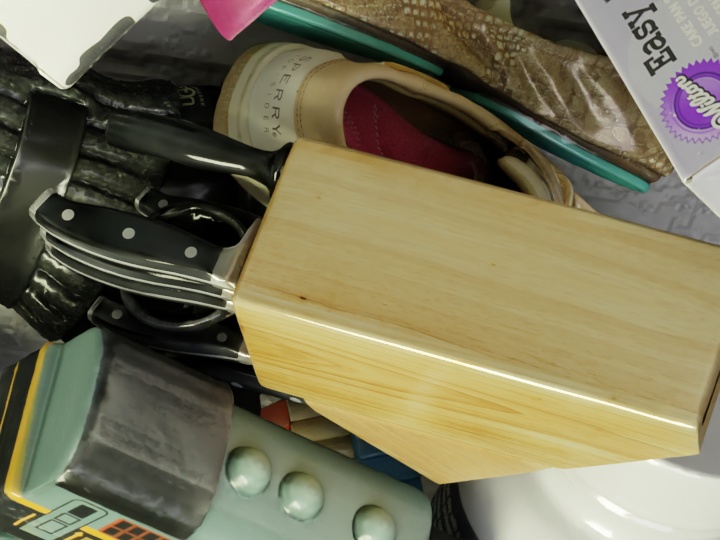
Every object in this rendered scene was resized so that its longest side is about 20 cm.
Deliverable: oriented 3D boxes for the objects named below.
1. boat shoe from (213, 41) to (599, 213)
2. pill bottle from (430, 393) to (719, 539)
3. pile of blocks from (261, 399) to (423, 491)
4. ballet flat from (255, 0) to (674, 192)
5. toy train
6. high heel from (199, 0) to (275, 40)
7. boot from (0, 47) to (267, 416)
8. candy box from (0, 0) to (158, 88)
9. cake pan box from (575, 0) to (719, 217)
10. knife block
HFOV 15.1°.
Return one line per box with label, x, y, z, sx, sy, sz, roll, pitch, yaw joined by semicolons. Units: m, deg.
boat shoe;0.039;-0.018;0.959;0.200;0.069;0.074;27;77;-37
pill bottle;0.080;0.111;1.011;0.119;0.120;0.200;9;131;-19
pile of blocks;-0.013;0.056;1.048;0.062;0.082;0.200;-11;127;-5
ballet flat;0.037;-0.092;0.977;0.200;0.071;0.065;22;90;-29
toy train;-0.052;0.090;0.938;0.200;0.085;0.114;28;148;-25
high heel;0.034;-0.129;0.806;0.200;0.067;0.096;-8;100;14
boot;-0.117;0.012;0.992;0.158;0.079;0.211;2;116;-21
candy box;-0.090;-0.184;0.865;0.200;0.072;0.168;-41;124;15
cake pan box;0.113;-0.078;0.877;0.052;0.200;0.184;-36;150;14
knife block;0.000;0.000;0.866;0.176;0.064;0.200;32;156;-28
